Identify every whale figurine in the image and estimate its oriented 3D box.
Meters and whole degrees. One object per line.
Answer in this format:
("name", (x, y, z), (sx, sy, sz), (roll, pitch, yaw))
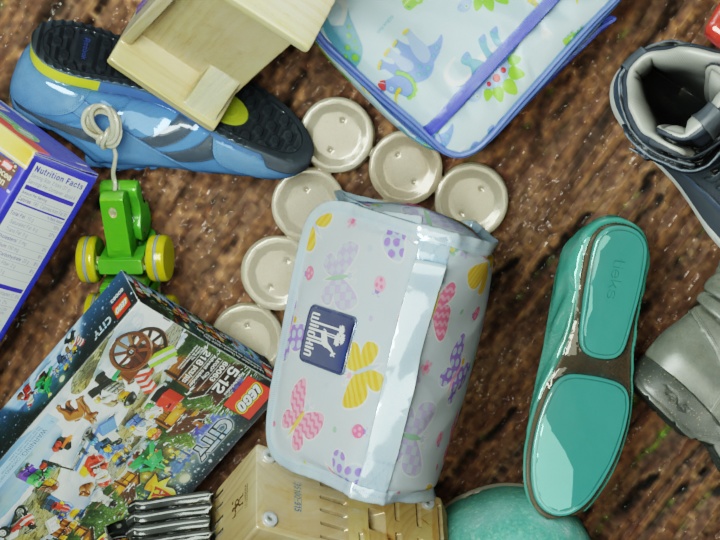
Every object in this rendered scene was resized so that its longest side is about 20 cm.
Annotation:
("whale figurine", (0.110, 0.243, 1.344), (0.158, 0.104, 0.202), (-20, 95, 1))

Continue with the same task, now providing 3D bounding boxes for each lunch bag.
("lunch bag", (0.013, 0.042, 1.248), (0.126, 0.200, 0.171), (13, 96, -5))
("lunch bag", (0.074, -0.181, 1.293), (0.200, 0.082, 0.161), (-45, 97, 1))

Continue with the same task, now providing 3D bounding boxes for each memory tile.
("memory tile", (0.000, 0.000, 1.352), (0.152, 0.017, 0.201), (24, 96, -5))

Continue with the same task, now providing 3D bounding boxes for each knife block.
("knife block", (-0.063, 0.194, 1.315), (0.198, 0.064, 0.176), (18, 136, -22))

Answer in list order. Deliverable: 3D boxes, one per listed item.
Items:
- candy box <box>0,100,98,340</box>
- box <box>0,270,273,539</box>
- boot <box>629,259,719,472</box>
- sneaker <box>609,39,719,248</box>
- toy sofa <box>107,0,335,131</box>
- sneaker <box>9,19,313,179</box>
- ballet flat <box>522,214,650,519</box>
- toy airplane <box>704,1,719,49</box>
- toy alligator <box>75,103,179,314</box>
("candy box", (-0.288, -0.025, 1.277), (0.169, 0.077, 0.201), (34, 95, 26))
("box", (-0.163, 0.111, 1.310), (0.136, 0.038, 0.200), (33, 104, -39))
("boot", (0.283, 0.087, 1.351), (0.200, 0.068, 0.131), (44, 89, -8))
("sneaker", (0.236, -0.064, 1.265), (0.202, 0.146, 0.077), (42, 90, 5))
("toy sofa", (-0.073, -0.164, 1.195), (0.082, 0.200, 0.098), (31, 71, -13))
("sneaker", (-0.130, -0.095, 1.317), (0.198, 0.066, 0.079), (19, 130, -8))
("ballet flat", (0.146, 0.063, 1.336), (0.067, 0.070, 0.202), (13, 90, -10))
("toy airplane", (0.291, -0.211, 1.284), (0.197, 0.141, 0.202), (-3, 62, -11))
("toy alligator", (-0.150, -0.019, 1.316), (0.059, 0.054, 0.202), (0, 112, 10))
